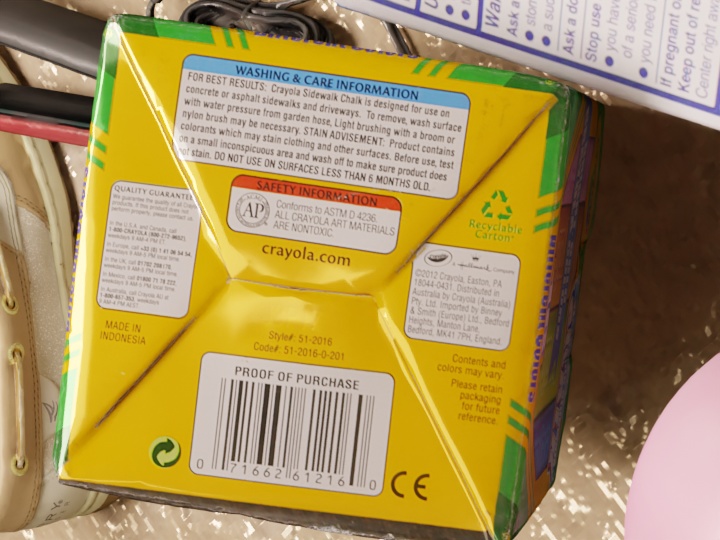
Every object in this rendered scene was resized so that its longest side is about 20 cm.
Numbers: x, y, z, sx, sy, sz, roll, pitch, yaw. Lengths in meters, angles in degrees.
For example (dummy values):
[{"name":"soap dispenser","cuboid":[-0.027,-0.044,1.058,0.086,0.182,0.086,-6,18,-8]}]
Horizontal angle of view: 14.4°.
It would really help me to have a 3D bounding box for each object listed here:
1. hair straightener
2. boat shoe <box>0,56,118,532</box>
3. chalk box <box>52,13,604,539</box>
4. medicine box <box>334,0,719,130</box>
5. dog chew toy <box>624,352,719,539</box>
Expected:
[{"name":"hair straightener","cuboid":[-0.059,-0.071,0.934,0.200,0.041,0.077,15,113,34]},{"name":"boat shoe","cuboid":[-0.144,-0.002,1.016,0.074,0.066,0.200,-25,86,43]},{"name":"chalk box","cuboid":[0.000,0.000,0.811,0.124,0.200,0.124,8,93,7]},{"name":"medicine box","cuboid":[0.102,-0.139,0.732,0.200,0.103,0.183,22,117,35]},{"name":"dog chew toy","cuboid":[0.131,0.113,0.735,0.124,0.124,0.200,17,122,37]}]
